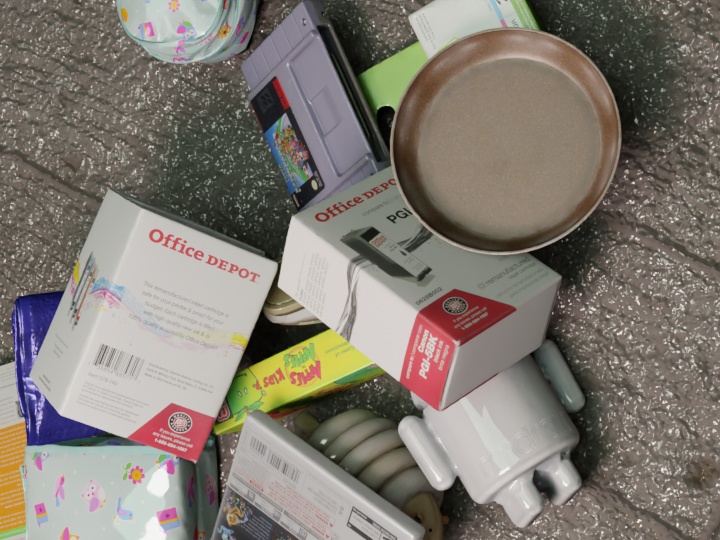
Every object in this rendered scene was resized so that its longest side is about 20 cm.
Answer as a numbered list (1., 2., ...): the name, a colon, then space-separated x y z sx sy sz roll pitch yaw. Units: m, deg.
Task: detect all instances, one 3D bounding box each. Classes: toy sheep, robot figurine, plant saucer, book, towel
1. toy sheep: 0.002 0.198 1.628 0.200 0.138 0.138 40 107 27
2. robot figurine: 0.119 0.127 1.575 0.169 0.113 0.201 -28 75 -18
3. plant saucer: 0.125 -0.108 1.510 0.198 0.032 0.202 -3 76 12
4. book: -0.378 0.206 1.864 0.133 0.048 0.202 -17 82 28
5. towel: -0.239 0.085 1.720 0.050 0.198 0.149 -152 58 -65

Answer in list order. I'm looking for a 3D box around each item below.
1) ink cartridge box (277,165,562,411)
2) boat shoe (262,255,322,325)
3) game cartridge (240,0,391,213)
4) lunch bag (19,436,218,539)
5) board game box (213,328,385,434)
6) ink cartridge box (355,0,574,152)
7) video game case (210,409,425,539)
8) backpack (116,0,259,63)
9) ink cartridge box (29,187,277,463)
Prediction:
1. ink cartridge box: 0.049 0.009 1.519 0.200 0.146 0.083 36 135 27
2. boat shoe: 0.000 0.000 1.658 0.198 0.068 0.075 -15 65 5
3. game cartridge: -0.042 -0.138 1.674 0.129 0.038 0.201 -36 73 44
4. lunch bag: -0.246 0.250 1.756 0.198 0.122 0.172 -3 89 21
5. board game box: -0.041 0.094 1.661 0.199 0.101 0.048 -26 80 24
6. ink cartridge box: 0.083 -0.161 1.596 0.199 0.076 0.149 -29 77 13
7. video game case: -0.046 0.250 1.588 0.199 0.023 0.183 33 122 25
8. backpack: -0.170 -0.301 1.713 0.166 0.126 0.202 1 94 23
9. ink cartridge box: -0.192 0.046 1.624 0.201 0.144 0.145 -66 23 2
